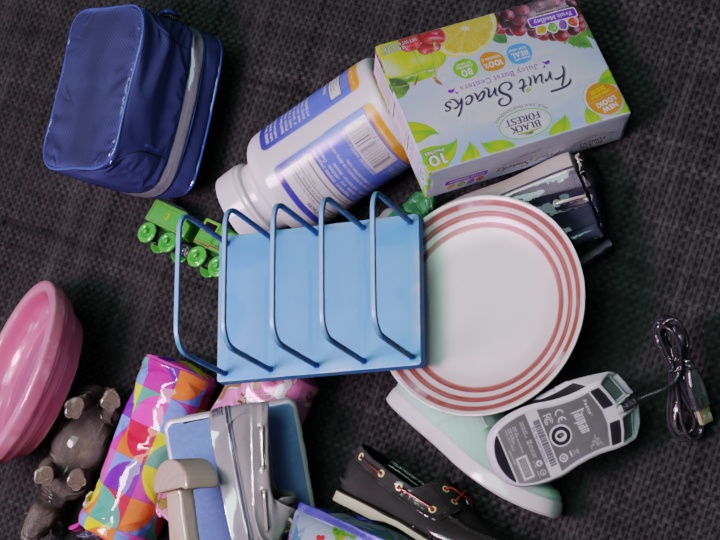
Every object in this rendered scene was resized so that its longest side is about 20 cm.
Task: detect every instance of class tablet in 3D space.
[{"bbox_3d":[-0.106,0.228,1.634,0.129,0.014,0.202,-10,94,2],"label":"tablet"}]

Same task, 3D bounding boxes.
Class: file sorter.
[{"bbox_3d":[-0.056,0.013,1.536,0.198,0.123,0.140,-6,72,19],"label":"file sorter"}]

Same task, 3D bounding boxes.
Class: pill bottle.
[{"bbox_3d":[-0.039,-0.108,1.684,0.199,0.112,0.113,-33,65,18],"label":"pill bottle"}]

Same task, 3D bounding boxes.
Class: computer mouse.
[{"bbox_3d":[0.201,0.122,1.499,0.198,0.044,0.111,-22,101,4],"label":"computer mouse"}]

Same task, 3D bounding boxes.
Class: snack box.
[{"bbox_3d":[0.127,-0.162,1.588,0.198,0.053,0.143,-18,67,-11],"label":"snack box"}]

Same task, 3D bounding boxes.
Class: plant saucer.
[{"bbox_3d":[-0.342,0.111,1.783,0.201,0.050,0.202,-47,28,36],"label":"plant saucer"}]

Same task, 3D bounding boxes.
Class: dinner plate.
[{"bbox_3d":[0.107,0.032,1.544,0.198,0.024,0.202,-6,74,22],"label":"dinner plate"}]

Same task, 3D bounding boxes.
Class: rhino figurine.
[{"bbox_3d":[-0.299,0.204,1.765,0.059,0.087,0.201,26,90,-2],"label":"rhino figurine"}]

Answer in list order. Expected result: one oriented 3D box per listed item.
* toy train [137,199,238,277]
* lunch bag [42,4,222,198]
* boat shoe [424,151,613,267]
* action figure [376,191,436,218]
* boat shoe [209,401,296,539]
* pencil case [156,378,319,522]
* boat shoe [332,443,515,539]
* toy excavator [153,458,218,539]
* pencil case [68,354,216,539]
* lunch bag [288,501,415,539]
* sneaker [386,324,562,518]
[{"bbox_3d":[-0.144,-0.019,1.762,0.199,0.042,0.057,24,79,31],"label":"toy train"},{"bbox_3d":[-0.226,-0.178,1.793,0.135,0.132,0.202,7,81,45],"label":"lunch bag"},{"bbox_3d":[0.137,-0.027,1.589,0.199,0.075,0.093,-27,59,19],"label":"boat shoe"},{"bbox_3d":[0.000,0.000,1.654,0.200,0.118,0.055,-44,49,2],"label":"action figure"},{"bbox_3d":[-0.090,0.220,1.595,0.065,0.072,0.202,-12,89,-1],"label":"boat shoe"},{"bbox_3d":[-0.121,0.170,1.676,0.086,0.082,0.201,34,96,51],"label":"pencil case"},{"bbox_3d":[0.067,0.217,1.567,0.200,0.074,0.064,23,89,31],"label":"boat shoe"},{"bbox_3d":[-0.130,0.282,1.516,0.199,0.099,0.197,20,104,49],"label":"toy excavator"},{"bbox_3d":[-0.215,0.182,1.723,0.088,0.088,0.202,22,86,30],"label":"pencil case"},{"bbox_3d":[0.016,0.320,1.539,0.199,0.127,0.172,16,87,41],"label":"lunch bag"},{"bbox_3d":[0.125,0.128,1.560,0.200,0.074,0.119,39,94,29],"label":"sneaker"}]
